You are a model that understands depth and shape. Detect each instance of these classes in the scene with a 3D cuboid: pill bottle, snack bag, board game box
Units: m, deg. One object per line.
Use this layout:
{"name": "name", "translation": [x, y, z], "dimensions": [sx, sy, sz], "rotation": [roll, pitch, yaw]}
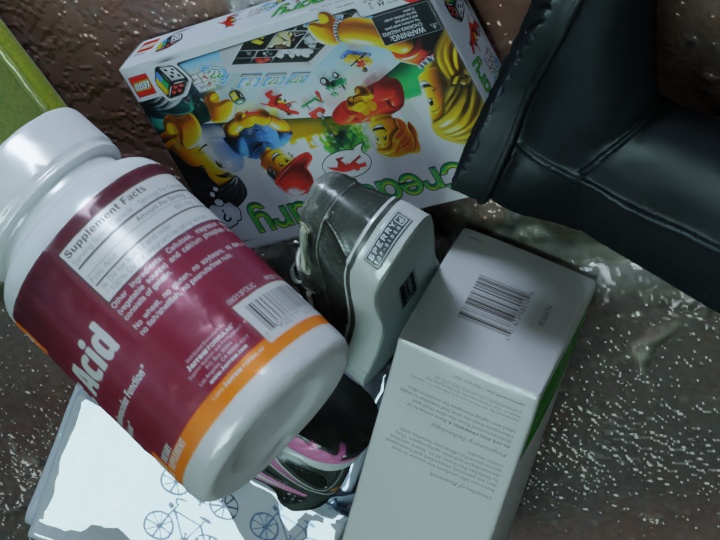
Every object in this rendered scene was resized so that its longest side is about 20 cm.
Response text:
{"name": "pill bottle", "translation": [-0.113, 0.015, 1.209], "dimensions": [0.200, 0.114, 0.114], "rotation": [42, 135, 13]}
{"name": "snack bag", "translation": [-0.087, 0.106, 1.359], "dimensions": [0.188, 0.021, 0.201], "rotation": [25, 107, 9]}
{"name": "board game box", "translation": [-0.017, -0.085, 1.222], "dimensions": [0.199, 0.035, 0.127], "rotation": [-13, 119, 34]}

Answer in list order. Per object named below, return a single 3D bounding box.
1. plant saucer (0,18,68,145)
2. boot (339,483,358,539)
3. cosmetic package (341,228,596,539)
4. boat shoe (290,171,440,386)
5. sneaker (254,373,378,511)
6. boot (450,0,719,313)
{"name": "plant saucer", "translation": [-0.250, -0.093, 1.328], "dimensions": [0.199, 0.048, 0.200], "rotation": [-21, 113, 38]}
{"name": "boot", "translation": [-0.030, 0.153, 1.402], "dimensions": [0.200, 0.074, 0.096], "rotation": [34, 123, -7]}
{"name": "cosmetic package", "translation": [0.054, 0.091, 1.273], "dimensions": [0.085, 0.108, 0.201], "rotation": [22, 134, 10]}
{"name": "boat shoe", "translation": [0.000, 0.000, 1.226], "dimensions": [0.064, 0.071, 0.200], "rotation": [34, 162, 12]}
{"name": "sneaker", "translation": [-0.089, 0.070, 1.306], "dimensions": [0.200, 0.080, 0.087], "rotation": [37, 134, 19]}
{"name": "boot", "translation": [0.151, -0.079, 1.100], "dimensions": [0.167, 0.077, 0.201], "rotation": [22, 132, -3]}
